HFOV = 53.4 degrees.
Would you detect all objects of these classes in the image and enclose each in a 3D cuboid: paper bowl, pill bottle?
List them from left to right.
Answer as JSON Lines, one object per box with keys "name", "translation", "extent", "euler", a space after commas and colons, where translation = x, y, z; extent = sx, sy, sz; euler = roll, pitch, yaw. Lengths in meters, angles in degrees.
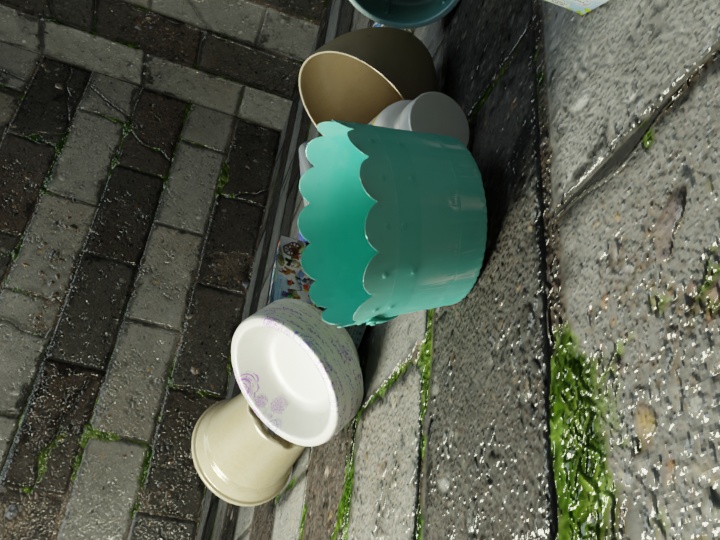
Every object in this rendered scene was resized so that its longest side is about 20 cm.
{"name": "paper bowl", "translation": [-0.080, 0.136, 1.014], "extent": [0.104, 0.200, 0.202], "euler": [-33, -23, -46]}
{"name": "pill bottle", "translation": [0.048, -0.142, 0.891], "extent": [0.199, 0.110, 0.113], "euler": [-24, 51, 62]}

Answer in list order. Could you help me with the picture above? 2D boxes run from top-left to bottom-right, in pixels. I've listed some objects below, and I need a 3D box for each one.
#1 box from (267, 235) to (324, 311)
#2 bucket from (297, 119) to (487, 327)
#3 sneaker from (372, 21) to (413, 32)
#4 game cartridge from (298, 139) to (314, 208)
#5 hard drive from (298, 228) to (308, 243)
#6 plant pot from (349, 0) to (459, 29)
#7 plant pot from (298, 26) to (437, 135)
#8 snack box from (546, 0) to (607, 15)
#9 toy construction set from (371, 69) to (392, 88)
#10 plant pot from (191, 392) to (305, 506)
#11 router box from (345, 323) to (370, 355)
{"name": "box", "translation": [-0.085, 0.037, 1.218], "extent": [0.202, 0.135, 0.038], "euler": [-89, 17, -45]}
{"name": "bucket", "translation": [0.027, -0.048, 0.729], "extent": [0.207, 0.133, 0.211], "euler": [177, 90, -67]}
{"name": "sneaker", "translation": [0.053, -0.434, 1.328], "extent": [0.200, 0.078, 0.090], "euler": [-50, 20, 44]}
{"name": "game cartridge", "translation": [-0.054, -0.074, 1.002], "extent": [0.202, 0.040, 0.135], "euler": [88, 172, -49]}
{"name": "hard drive", "translation": [-0.076, -0.133, 1.334], "extent": [0.133, 0.025, 0.202], "euler": [-98, 26, -59]}
{"name": "plant pot", "translation": [0.075, -0.502, 1.062], "extent": [0.201, 0.198, 0.198], "euler": [120, 168, -47]}
{"name": "plant pot", "translation": [0.030, -0.259, 1.006], "extent": [0.135, 0.199, 0.200], "euler": [-53, 3, -26]}
{"name": "snack box", "translation": [0.205, -0.302, 0.520], "extent": [0.200, 0.067, 0.171], "euler": [-165, 89, -79]}
{"name": "toy construction set", "translation": [0.032, -0.289, 1.184], "extent": [0.200, 0.091, 0.133], "euler": [-88, -7, -70]}
{"name": "plant pot", "translation": [-0.167, 0.278, 1.242], "extent": [0.184, 0.198, 0.202], "euler": [-46, 29, 42]}
{"name": "router box", "translation": [0.000, 0.000, 1.083], "extent": [0.158, 0.051, 0.202], "euler": [-100, 28, -63]}
